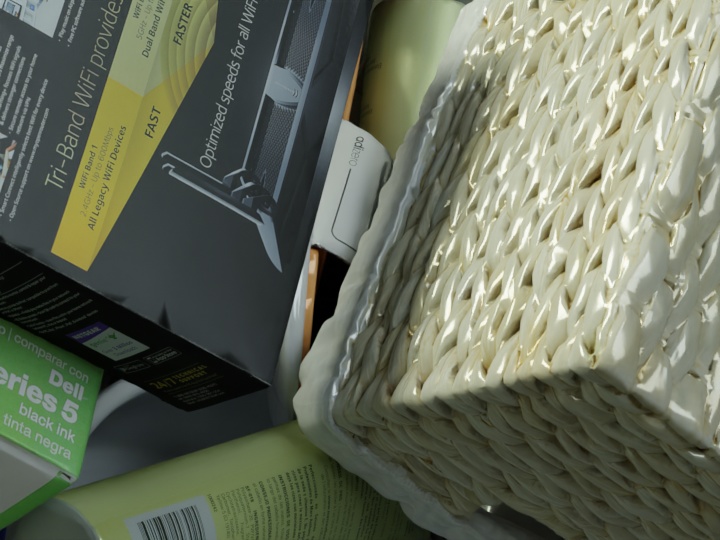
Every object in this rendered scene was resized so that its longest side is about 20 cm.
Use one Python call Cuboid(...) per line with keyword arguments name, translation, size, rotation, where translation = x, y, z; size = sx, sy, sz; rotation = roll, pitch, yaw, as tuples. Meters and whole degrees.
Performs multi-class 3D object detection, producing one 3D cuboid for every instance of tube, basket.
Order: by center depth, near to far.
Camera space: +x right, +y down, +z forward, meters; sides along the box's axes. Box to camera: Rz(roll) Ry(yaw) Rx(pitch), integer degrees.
Cuboid(name="tube", translation=(-0.034, 0.086, 0.834), size=(0.200, 0.058, 0.052), rotation=(-12, 70, -46))
Cuboid(name="basket", translation=(0.119, 0.014, 0.838), size=(0.198, 0.161, 0.201), rotation=(36, 62, -25))
Cuboid(name="tube", translation=(0.017, -0.018, 0.993), size=(0.058, 0.052, 0.201), rotation=(20, 69, -38))

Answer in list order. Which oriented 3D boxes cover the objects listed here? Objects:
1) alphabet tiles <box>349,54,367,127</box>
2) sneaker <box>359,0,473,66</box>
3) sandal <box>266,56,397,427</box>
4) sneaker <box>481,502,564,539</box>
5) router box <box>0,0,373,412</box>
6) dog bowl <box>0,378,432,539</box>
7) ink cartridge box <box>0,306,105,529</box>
Cuboid(name="alphabet tiles", translation=(0.000, 0.000, 1.027), size=(0.167, 0.008, 0.200), rotation=(40, 63, -19))
Cuboid(name="sneaker", translation=(0.061, -0.116, 1.132), size=(0.106, 0.075, 0.201), rotation=(22, 84, -43))
Cuboid(name="sandal", translation=(0.002, -0.027, 0.912), size=(0.059, 0.079, 0.207), rotation=(9, 50, 1))
Cuboid(name="sneaker", translation=(0.058, 0.084, 0.937), size=(0.075, 0.088, 0.201), rotation=(32, 52, -29))
Cuboid(name="router box", translation=(-0.079, -0.077, 0.760), size=(0.157, 0.052, 0.201), rotation=(30, 60, -29))
Cuboid(name="dog bowl", translation=(-0.059, 0.140, 0.875), size=(0.200, 0.079, 0.201), rotation=(24, 50, -33))
Cuboid(name="ink cartridge box", translation=(-0.151, 0.000, 0.823), size=(0.084, 0.145, 0.201), rotation=(32, 47, -26))
